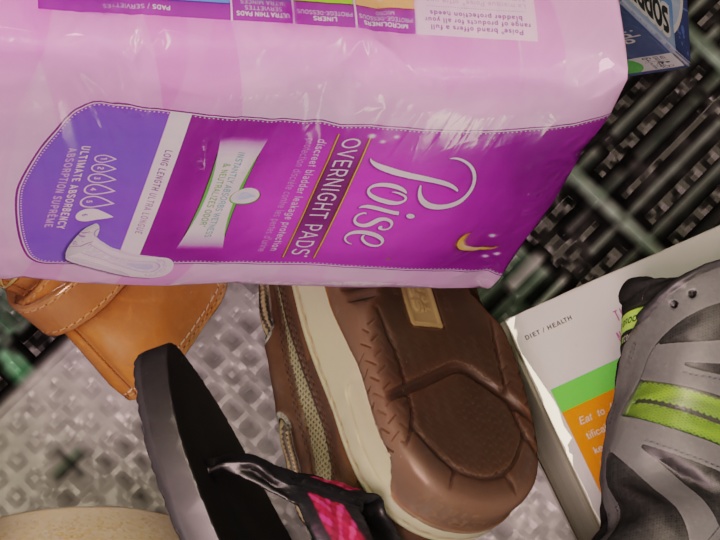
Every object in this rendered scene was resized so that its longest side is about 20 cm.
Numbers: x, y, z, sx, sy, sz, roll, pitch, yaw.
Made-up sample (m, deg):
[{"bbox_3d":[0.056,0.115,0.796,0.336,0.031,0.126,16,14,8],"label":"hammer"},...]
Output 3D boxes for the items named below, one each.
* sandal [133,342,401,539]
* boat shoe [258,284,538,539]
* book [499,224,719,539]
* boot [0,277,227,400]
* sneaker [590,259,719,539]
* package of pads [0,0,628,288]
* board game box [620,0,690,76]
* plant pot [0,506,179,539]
[{"bbox_3d":[0.003,0.102,0.792,0.045,0.075,0.200,-31,89,11],"label":"sandal"},{"bbox_3d":[-0.005,-0.001,0.879,0.075,0.075,0.203,14,50,-27],"label":"boat shoe"},{"bbox_3d":[0.140,0.082,0.881,0.133,0.048,0.200,-24,80,-10],"label":"book"},{"bbox_3d":[-0.081,-0.067,0.894,0.155,0.074,0.200,43,49,-13],"label":"boot"},{"bbox_3d":[0.094,0.045,0.833,0.083,0.071,0.200,38,74,10],"label":"sneaker"},{"bbox_3d":[-0.042,-0.050,0.770,0.200,0.121,0.076,2,61,-17],"label":"package of pads"},{"bbox_3d":[0.047,-0.147,0.858,0.034,0.200,0.136,-7,75,22],"label":"board game box"},{"bbox_3d":[-0.070,0.172,0.791,0.187,0.187,0.200,-5,62,-4],"label":"plant pot"}]
